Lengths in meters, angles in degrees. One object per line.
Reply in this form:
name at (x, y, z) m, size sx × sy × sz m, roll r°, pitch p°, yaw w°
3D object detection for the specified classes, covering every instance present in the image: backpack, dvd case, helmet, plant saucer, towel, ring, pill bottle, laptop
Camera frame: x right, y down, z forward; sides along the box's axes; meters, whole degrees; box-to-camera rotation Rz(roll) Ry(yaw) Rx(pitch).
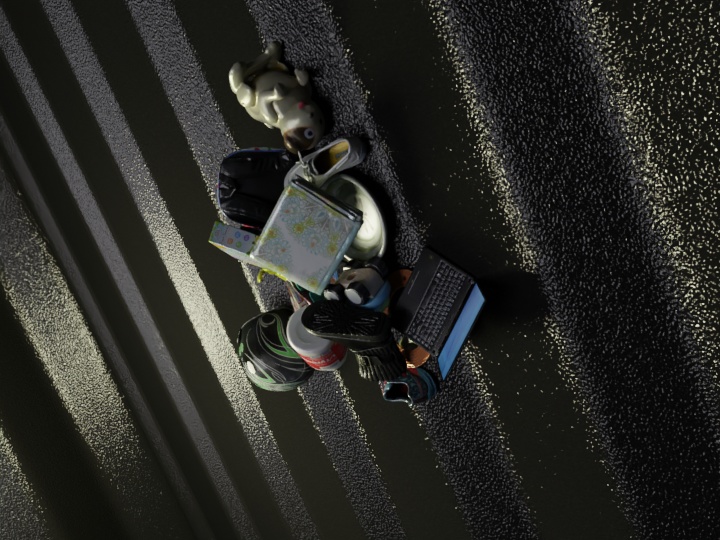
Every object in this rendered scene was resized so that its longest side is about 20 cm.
backpack at (-0.217, -0.182, 1.646) m, size 0.154 × 0.187 × 0.204 m, roll -162°, pitch 77°, yaw -73°
dvd case at (-0.145, -0.060, 1.658) m, size 0.148 × 0.198 × 0.016 m, roll 11°, pitch 84°, yaw 53°
helmet at (-0.212, 0.217, 1.967) m, size 0.193 × 0.197 × 0.201 m, roll 64°, pitch 148°, yaw 22°
plant saucer at (-0.005, -0.111, 1.581) m, size 0.199 × 0.050 × 0.203 m, roll 29°, pitch 134°, yaw 35°
towel at (-0.105, -0.069, 1.514) m, size 0.169 × 0.048 × 0.202 m, roll 29°, pitch 111°, yaw -6°
ring at (0.100, 0.099, 1.579) m, size 0.199 × 0.019 × 0.205 m, roll 9°, pitch 101°, yaw 55°
pill bottle at (-0.089, 0.159, 1.714) m, size 0.112 × 0.112 × 0.200 m, roll 41°, pitch 171°, yaw 23°
laptop at (0.139, 0.079, 1.437) m, size 0.199 × 0.103 × 0.180 m, roll 34°, pitch 107°, yaw 27°

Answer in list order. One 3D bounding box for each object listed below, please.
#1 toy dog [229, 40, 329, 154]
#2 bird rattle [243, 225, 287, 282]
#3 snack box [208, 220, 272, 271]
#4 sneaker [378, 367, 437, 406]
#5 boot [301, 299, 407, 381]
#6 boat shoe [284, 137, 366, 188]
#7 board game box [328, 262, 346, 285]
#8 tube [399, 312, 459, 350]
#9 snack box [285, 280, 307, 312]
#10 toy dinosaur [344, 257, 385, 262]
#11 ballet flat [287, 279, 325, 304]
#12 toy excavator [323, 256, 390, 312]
toy dog at (-0.157, -0.326, 1.541) m, size 0.200 × 0.139 × 0.195 m, roll 42°, pitch 142°, yaw 19°
bird rattle at (-0.206, -0.064, 1.841) m, size 0.163 × 0.111 × 0.202 m, roll -47°, pitch 49°, yaw 32°
snack box at (-0.234, -0.045, 1.667) m, size 0.140 × 0.054 × 0.200 m, roll 18°, pitch 173°, yaw 9°
sneaker at (0.072, 0.243, 1.703) m, size 0.198 × 0.095 × 0.081 m, roll 16°, pitch 127°, yaw 44°
boot at (-0.013, 0.149, 1.559) m, size 0.208 × 0.080 × 0.159 m, roll 12°, pitch 145°, yaw 27°
boat shoe at (-0.087, -0.206, 1.506) m, size 0.199 × 0.086 × 0.076 m, roll -21°, pitch 82°, yaw 30°
board game box at (-0.075, 0.063, 1.805) m, size 0.133 × 0.034 × 0.203 m, roll 19°, pitch 128°, yaw 42°
tube at (0.148, 0.121, 1.570) m, size 0.057 × 0.053 × 0.200 m, roll 18°, pitch 143°, yaw -17°
snack box at (-0.146, 0.093, 1.855) m, size 0.072 × 0.024 × 0.201 m, roll 58°, pitch 168°, yaw 25°
toy dinosaur at (0.000, 0.000, 1.662) m, size 0.198 × 0.047 × 0.090 m, roll 11°, pitch 110°, yaw 50°
ballet flat at (-0.124, 0.030, 1.726) m, size 0.071 × 0.069 × 0.201 m, roll 16°, pitch 147°, yaw 50°
toy excavator at (0.004, 0.085, 1.612) m, size 0.192 × 0.100 × 0.202 m, roll -5°, pitch 126°, yaw 47°
